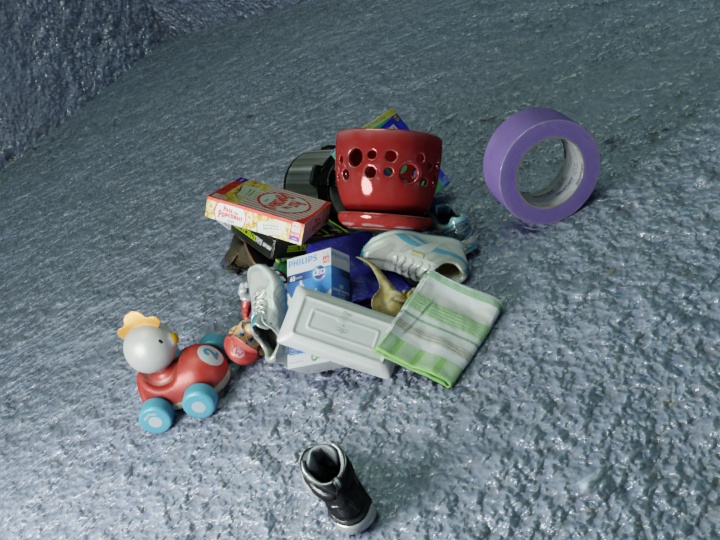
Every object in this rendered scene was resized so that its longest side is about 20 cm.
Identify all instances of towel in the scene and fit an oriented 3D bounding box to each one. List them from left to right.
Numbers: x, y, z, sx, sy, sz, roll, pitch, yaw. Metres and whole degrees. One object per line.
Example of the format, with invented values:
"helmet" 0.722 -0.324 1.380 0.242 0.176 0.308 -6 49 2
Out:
"towel" 0.000 0.000 1.763 0.147 0.050 0.200 -9 39 -26
"towel" 0.130 0.090 1.573 0.149 0.031 0.200 22 49 20

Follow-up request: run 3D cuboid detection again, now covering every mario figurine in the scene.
"mario figurine" -0.179 0.088 1.782 0.123 0.106 0.200 9 53 38

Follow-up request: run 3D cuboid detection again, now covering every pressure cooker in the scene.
"pressure cooker" -0.044 -0.174 2.046 0.176 0.179 0.200 -36 25 -33

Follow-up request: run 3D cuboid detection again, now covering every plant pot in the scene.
"plant pot" 0.047 -0.164 1.787 0.200 0.183 0.200 5 2 0

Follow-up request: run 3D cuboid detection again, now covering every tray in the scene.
"tray" -0.029 0.100 1.594 0.199 0.022 0.108 18 71 2

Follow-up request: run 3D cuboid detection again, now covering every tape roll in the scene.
"tape roll" 0.332 -0.192 1.762 0.200 0.200 0.085 -27 28 -3

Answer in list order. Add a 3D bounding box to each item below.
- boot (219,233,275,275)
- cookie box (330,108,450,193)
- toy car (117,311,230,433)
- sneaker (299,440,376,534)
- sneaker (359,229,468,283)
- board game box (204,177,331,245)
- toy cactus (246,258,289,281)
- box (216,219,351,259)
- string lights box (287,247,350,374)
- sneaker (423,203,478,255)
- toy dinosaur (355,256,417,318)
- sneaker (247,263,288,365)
"boot" -0.226 -0.015 1.896 0.097 0.075 0.200 -56 25 14
"cookie box" 0.063 -0.210 1.967 0.171 0.200 0.075 -39 1 -42
"toy car" -0.349 0.151 1.727 0.176 0.200 0.185 -20 30 14
"sneaker" -0.049 0.282 1.371 0.075 0.114 0.200 -31 30 -12
"sneaker" 0.099 -0.019 1.719 0.199 0.077 0.081 2 44 -13
"board game box" -0.175 -0.116 1.838 0.199 0.046 0.152 17 24 12
"toy cactus" -0.154 0.022 1.926 0.199 0.102 0.165 -9 52 23
"box" -0.153 -0.087 1.902 0.193 0.048 0.200 -6 28 -42
"string lights box" -0.072 0.072 1.668 0.103 0.059 0.201 -15 68 34
"sneaker" 0.156 -0.095 1.850 0.077 0.087 0.200 -27 27 -22
"toy dinosaur" 0.061 0.050 1.651 0.101 0.058 0.201 -2 62 -26
"sneaker" -0.165 0.076 1.703 0.075 0.200 0.087 -35 -22 31
